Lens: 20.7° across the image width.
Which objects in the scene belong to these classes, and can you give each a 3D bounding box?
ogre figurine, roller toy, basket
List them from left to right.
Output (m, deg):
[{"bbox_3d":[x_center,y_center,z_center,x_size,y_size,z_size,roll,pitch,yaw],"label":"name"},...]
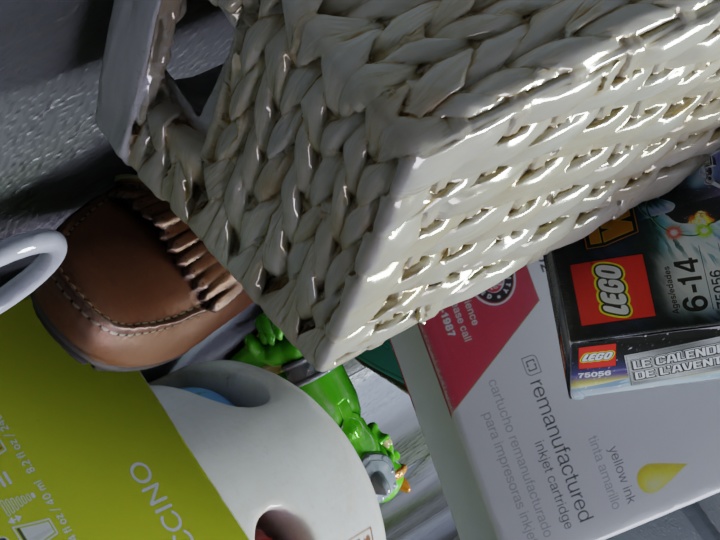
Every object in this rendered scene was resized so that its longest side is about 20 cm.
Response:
[{"bbox_3d":[-0.082,0.147,1.012,0.139,0.200,0.183,-22,156,-49],"label":"roller toy"},{"bbox_3d":[-0.038,0.103,1.127,0.098,0.120,0.200,-22,162,-46],"label":"ogre figurine"},{"bbox_3d":[0.035,-0.077,0.623,0.199,0.124,0.136,-28,158,-30],"label":"basket"}]

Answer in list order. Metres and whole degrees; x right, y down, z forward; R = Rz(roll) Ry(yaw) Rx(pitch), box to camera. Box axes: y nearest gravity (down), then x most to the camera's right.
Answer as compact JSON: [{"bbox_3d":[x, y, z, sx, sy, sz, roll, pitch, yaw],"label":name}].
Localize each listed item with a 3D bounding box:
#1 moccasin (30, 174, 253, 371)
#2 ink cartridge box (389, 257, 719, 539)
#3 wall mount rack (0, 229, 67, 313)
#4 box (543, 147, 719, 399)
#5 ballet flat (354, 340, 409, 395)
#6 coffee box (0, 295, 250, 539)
[{"bbox_3d":[-0.048,-0.020,0.756,0.201,0.074,0.078,-23,162,-49],"label":"moccasin"},{"bbox_3d":[0.117,0.017,0.795,0.199,0.146,0.083,-21,180,-10],"label":"ink cartridge box"},{"bbox_3d":[-0.176,0.003,0.528,0.199,0.075,0.174,-30,170,-25],"label":"wall mount rack"},{"bbox_3d":[0.129,-0.053,0.731,0.136,0.201,0.040,-8,144,1],"label":"box"},{"bbox_3d":[0.070,0.061,1.105,0.067,0.200,0.068,-4,126,-47],"label":"ballet flat"},{"bbox_3d":[-0.172,0.152,0.769,0.199,0.200,0.198,-22,161,-43],"label":"coffee box"}]
